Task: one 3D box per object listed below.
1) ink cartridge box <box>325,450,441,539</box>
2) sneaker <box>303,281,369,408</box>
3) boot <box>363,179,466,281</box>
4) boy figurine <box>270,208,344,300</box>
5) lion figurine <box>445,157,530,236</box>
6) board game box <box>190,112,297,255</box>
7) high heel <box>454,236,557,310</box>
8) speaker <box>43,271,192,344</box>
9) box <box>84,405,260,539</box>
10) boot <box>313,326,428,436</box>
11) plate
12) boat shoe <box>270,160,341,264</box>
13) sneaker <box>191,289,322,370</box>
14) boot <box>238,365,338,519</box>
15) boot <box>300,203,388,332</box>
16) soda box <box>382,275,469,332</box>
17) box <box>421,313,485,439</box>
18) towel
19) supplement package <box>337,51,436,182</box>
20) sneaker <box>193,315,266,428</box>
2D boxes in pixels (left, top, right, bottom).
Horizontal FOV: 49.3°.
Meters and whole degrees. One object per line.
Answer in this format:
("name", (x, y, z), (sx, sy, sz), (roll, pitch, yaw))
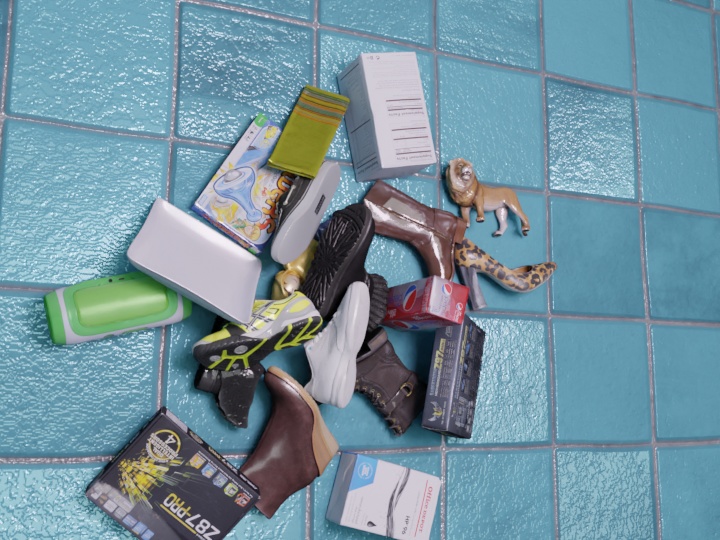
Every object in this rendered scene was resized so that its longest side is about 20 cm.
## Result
("ink cartridge box", (0.056, 0.384, 1.309), (0.200, 0.068, 0.116), (20, 74, -21))
("sneaker", (-0.044, 0.110, 1.225), (0.088, 0.075, 0.200), (14, 92, 19))
("boot", (0.076, -0.048, 1.392), (0.200, 0.064, 0.187), (22, 73, -18))
("boy figurine", (-0.082, -0.020, 1.312), (0.200, 0.064, 0.124), (-44, 104, -26))
("lion figurine", (0.242, -0.135, 1.484), (0.200, 0.072, 0.123), (14, 64, -37))
("board game box", (-0.171, -0.144, 1.305), (0.135, 0.034, 0.200), (36, 69, -16))
("high heel", (0.272, -0.024, 1.468), (0.200, 0.071, 0.143), (-21, 97, -17))
("speaker", (-0.357, 0.052, 1.162), (0.200, 0.088, 0.089), (-11, 87, -26))
("box", (-0.274, 0.325, 1.157), (0.161, 0.049, 0.200), (-46, 102, -3))
("boot", (0.024, 0.211, 1.324), (0.200, 0.069, 0.174), (-39, 104, -20))
("plate", (-0.249, -0.010, 1.193), (0.200, 0.200, 0.032), (32, 114, -17))
("boat shoe", (-0.101, -0.098, 1.278), (0.200, 0.064, 0.071), (-61, 152, -25))
("sneaker", (-0.161, 0.092, 1.197), (0.200, 0.075, 0.076), (-17, 55, -17))
("boot", (-0.135, 0.269, 1.227), (0.166, 0.072, 0.200), (-40, 111, -23))
("boot", (-0.002, -0.001, 1.285), (0.158, 0.079, 0.211), (14, 110, -45))
("soda box", (0.098, 0.059, 1.305), (0.070, 0.200, 0.063), (20, 75, -20))
("box", (0.163, 0.183, 1.351), (0.158, 0.051, 0.200), (37, 60, -63))
("towel", (-0.085, -0.237, 1.316), (0.086, 0.018, 0.200), (16, 53, 5))
("supplement package", (0.044, -0.268, 1.380), (0.109, 0.114, 0.200), (-9, 87, -25))
("sneaker", (-0.193, 0.140, 1.241), (0.104, 0.060, 0.200), (24, 76, -21))
